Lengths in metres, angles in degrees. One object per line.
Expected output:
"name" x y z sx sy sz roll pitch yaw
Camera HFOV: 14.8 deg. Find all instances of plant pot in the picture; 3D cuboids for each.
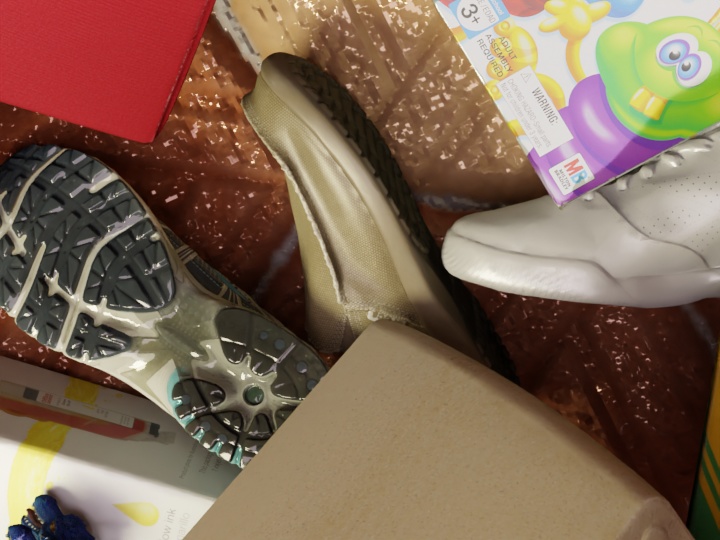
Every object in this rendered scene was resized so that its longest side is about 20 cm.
"plant pot" 0.052 0.163 1.097 0.200 0.177 0.200 -48 120 -22

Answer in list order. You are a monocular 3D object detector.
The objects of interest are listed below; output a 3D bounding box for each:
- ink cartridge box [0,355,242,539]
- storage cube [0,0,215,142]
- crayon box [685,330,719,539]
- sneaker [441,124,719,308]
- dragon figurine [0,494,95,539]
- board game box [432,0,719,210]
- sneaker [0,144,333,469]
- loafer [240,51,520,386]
"ink cartridge box" -0.135 0.131 1.252 0.200 0.083 0.145 16 112 1
"storage cube" -0.123 -0.181 1.043 0.200 0.171 0.180 16 146 -10
"crayon box" 0.205 0.058 1.132 0.127 0.051 0.200 8 119 6
"sneaker" 0.134 -0.030 1.174 0.200 0.075 0.089 0 98 0
"dragon figurine" -0.124 0.199 1.178 0.099 0.059 0.200 -28 83 34
"board game box" 0.143 -0.127 1.111 0.200 0.105 0.103 -29 103 15
"sneaker" -0.087 0.025 1.212 0.200 0.086 0.078 41 90 16
"loafer" 0.000 0.000 1.191 0.067 0.076 0.200 -29 104 10
